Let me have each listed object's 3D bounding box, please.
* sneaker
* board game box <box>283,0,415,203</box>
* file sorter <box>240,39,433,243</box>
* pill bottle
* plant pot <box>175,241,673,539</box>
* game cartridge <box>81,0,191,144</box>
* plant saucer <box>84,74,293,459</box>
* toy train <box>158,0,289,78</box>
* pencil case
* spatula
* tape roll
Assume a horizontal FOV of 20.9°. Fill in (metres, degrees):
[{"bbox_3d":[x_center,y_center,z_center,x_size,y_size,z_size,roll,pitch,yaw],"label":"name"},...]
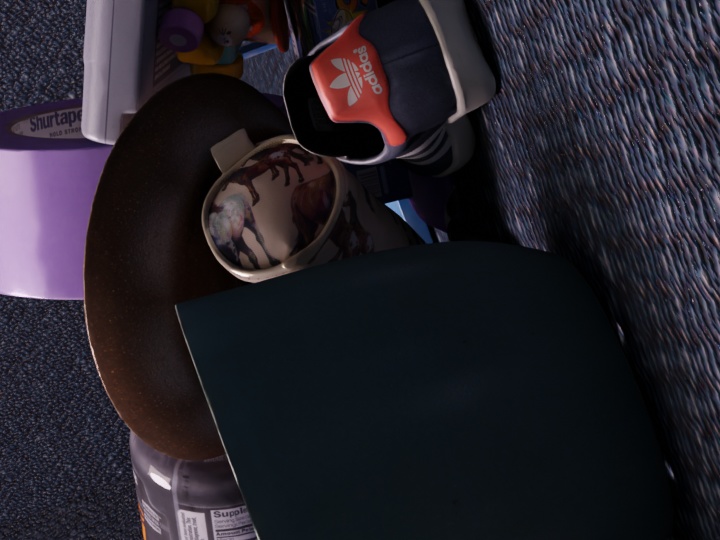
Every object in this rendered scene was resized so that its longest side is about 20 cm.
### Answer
[{"bbox_3d":[0.006,-0.079,0.904,0.200,0.084,0.075,94,155,-80],"label":"sneaker"},{"bbox_3d":[-0.018,-0.146,1.065,0.135,0.034,0.201,-123,21,-70],"label":"board game box"},{"bbox_3d":[-0.037,-0.059,1.283,0.139,0.122,0.201,-145,34,-83],"label":"file sorter"},{"bbox_3d":[-0.080,0.129,1.154,0.106,0.106,0.201,-116,18,-50],"label":"pill bottle"},{"bbox_3d":[0.033,0.079,0.807,0.201,0.160,0.202,159,90,-85],"label":"plant pot"},{"bbox_3d":[-0.112,-0.152,1.057,0.200,0.041,0.134,-69,-10,-75],"label":"game cartridge"},{"bbox_3d":[-0.065,-0.001,1.013,0.200,0.036,0.202,-11,-77,-56],"label":"plant saucer"},{"bbox_3d":[-0.065,-0.178,1.047,0.200,0.055,0.151,69,-152,-81],"label":"toy train"},{"bbox_3d":[0.000,0.000,0.993,0.200,0.078,0.090,39,-152,-53],"label":"pencil case"},{"bbox_3d":[0.051,-0.026,1.009,0.200,0.020,0.057,-121,15,-68],"label":"spatula"},{"bbox_3d":[-0.133,-0.048,1.128,0.200,0.199,0.085,-127,32,-75],"label":"tape roll"}]
